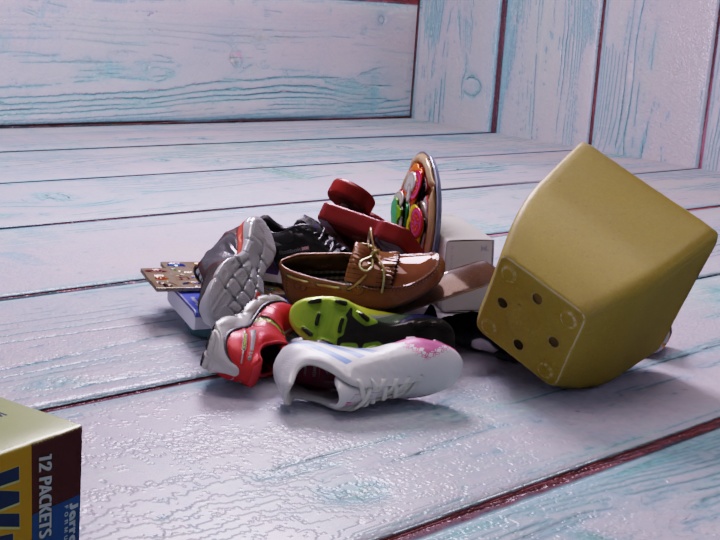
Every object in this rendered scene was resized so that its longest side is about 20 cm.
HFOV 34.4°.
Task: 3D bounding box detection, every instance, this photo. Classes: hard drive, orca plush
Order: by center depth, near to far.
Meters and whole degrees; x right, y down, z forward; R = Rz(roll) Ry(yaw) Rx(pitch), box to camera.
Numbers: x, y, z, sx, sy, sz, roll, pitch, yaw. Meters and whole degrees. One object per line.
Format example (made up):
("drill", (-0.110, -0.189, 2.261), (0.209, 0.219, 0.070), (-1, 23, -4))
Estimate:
("orca plush", (0.167, 0.059, 1.428), (0.198, 0.072, 0.105), (13, 15, 36))
("hard drive", (-0.127, 0.041, 1.443), (0.198, 0.026, 0.132), (-1, 15, -24))

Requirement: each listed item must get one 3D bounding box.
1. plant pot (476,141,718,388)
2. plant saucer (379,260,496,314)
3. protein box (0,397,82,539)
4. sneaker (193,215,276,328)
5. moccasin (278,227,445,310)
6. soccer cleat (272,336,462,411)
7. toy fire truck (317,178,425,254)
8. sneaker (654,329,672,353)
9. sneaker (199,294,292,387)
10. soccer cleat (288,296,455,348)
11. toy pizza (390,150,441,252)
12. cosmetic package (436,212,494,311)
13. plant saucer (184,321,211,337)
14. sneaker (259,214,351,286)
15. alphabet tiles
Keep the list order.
("plant pot", (0.242, 0.014, 1.302), (0.194, 0.197, 0.199), (38, 46, 23))
("plant saucer", (0.084, 0.026, 1.446), (0.198, 0.035, 0.200), (-17, -1, 0))
("protein box", (-0.311, 0.160, 0.717), (0.198, 0.137, 0.198), (11, 14, 31))
("sneaker", (-0.161, 0.012, 1.377), (0.081, 0.078, 0.201), (-17, 24, 23))
("moccasin", (0.001, -0.001, 1.358), (0.199, 0.078, 0.074), (0, 40, 24))
("soccer cleat", (0.009, 0.114, 1.188), (0.197, 0.071, 0.087), (1, 29, -4))
("toy fire truck", (0.023, -0.024, 1.557), (0.167, 0.113, 0.200), (22, -16, 29))
("sneaker", (0.313, 0.045, 1.497), (0.199, 0.079, 0.077), (36, 19, 25))
("sneaker", (-0.106, 0.087, 1.279), (0.084, 0.078, 0.200), (28, 19, 10))
("soccer cleat", (0.010, 0.074, 1.329), (0.198, 0.066, 0.084), (9, -12, -15))
("toy pizza", (0.074, -0.072, 1.669), (0.031, 0.203, 0.200), (4, 13, -13))
("cosmetic package", (0.126, -0.016, 1.667), (0.072, 0.105, 0.200), (0, 12, -11))
("plant saucer", (-0.147, 0.056, 1.469), (0.069, 0.019, 0.200), (9, 15, 17))
("sneaker", (-0.056, -0.022, 1.455), (0.197, 0.089, 0.076), (9, 13, 13))
("alphabet tiles", (-0.173, 0.011, 1.481), (0.198, 0.008, 0.167), (-1, 15, -22))
